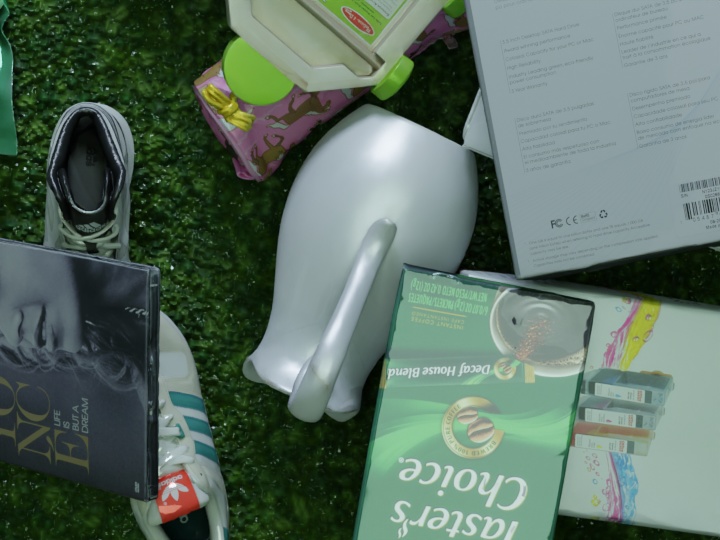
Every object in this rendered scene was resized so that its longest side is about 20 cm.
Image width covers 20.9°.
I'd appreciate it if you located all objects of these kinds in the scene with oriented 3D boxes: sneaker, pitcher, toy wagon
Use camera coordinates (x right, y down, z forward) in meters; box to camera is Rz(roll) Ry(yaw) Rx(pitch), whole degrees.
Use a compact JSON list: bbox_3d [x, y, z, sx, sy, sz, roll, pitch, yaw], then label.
[{"bbox_3d":[-0.125,0.113,1.260,0.070,0.093,0.200,-18,113,-8],"label":"sneaker"},{"bbox_3d":[0.000,0.000,1.249,0.121,0.172,0.200,25,91,-7],"label":"pitcher"},{"bbox_3d":[-0.026,-0.175,1.221,0.155,0.040,0.200,39,95,-15],"label":"toy wagon"},{"bbox_3d":[-0.184,-0.012,1.274,0.076,0.115,0.201,-1,91,-1],"label":"sneaker"}]

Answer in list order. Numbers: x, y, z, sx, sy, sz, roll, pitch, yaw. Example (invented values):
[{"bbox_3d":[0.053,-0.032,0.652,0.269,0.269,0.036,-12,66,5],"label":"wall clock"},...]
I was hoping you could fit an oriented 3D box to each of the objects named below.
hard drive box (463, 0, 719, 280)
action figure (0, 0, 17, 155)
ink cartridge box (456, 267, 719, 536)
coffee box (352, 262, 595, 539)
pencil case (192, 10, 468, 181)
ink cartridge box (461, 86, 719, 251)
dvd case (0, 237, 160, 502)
[{"bbox_3d":[0.155,-0.105,1.160,0.156,0.077,0.200,-11,87,18],"label":"hard drive box"},{"bbox_3d":[-0.278,-0.182,1.303,0.118,0.055,0.200,5,87,2],"label":"action figure"},{"bbox_3d":[0.151,0.083,1.266,0.200,0.145,0.145,9,91,-1],"label":"ink cartridge box"},{"bbox_3d":[0.065,0.105,1.171,0.123,0.044,0.200,12,92,1],"label":"coffee box"},{"bbox_3d":[-0.017,-0.144,1.291,0.200,0.083,0.087,-35,92,-1],"label":"pencil case"},{"bbox_3d":[0.186,-0.107,1.236,0.200,0.084,0.145,24,96,16],"label":"ink cartridge box"},{"bbox_3d":[-0.209,0.057,1.256,0.200,0.016,0.149,10,105,35],"label":"dvd case"}]
